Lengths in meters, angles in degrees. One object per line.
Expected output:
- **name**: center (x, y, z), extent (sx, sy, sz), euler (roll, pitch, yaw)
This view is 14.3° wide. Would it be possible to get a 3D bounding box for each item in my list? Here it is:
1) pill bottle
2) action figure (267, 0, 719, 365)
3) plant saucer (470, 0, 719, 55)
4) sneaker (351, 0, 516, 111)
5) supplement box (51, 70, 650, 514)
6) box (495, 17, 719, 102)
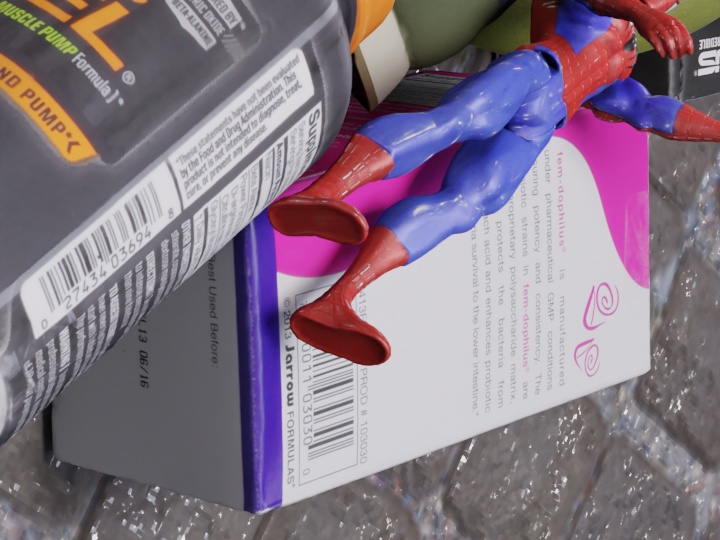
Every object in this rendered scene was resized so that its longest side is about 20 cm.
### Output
- **pill bottle**: center (-0.074, -0.045, 0.792), extent (0.200, 0.106, 0.107), euler (-44, 128, -35)
- **action figure**: center (0.067, -0.043, 0.874), extent (0.200, 0.098, 0.066), euler (-46, 138, -43)
- **plant saucer**: center (0.077, -0.168, 0.966), extent (0.198, 0.031, 0.202), euler (-2, 102, -9)
- **sneaker**: center (0.014, -0.141, 0.881), extent (0.089, 0.067, 0.201), euler (-29, 143, -11)
- **supplement box**: center (0.000, 0.000, 0.951), extent (0.199, 0.103, 0.102), euler (-15, 109, -45)
- **box**: center (0.145, -0.160, 1.091), extent (0.199, 0.086, 0.165), euler (-13, 109, -46)
